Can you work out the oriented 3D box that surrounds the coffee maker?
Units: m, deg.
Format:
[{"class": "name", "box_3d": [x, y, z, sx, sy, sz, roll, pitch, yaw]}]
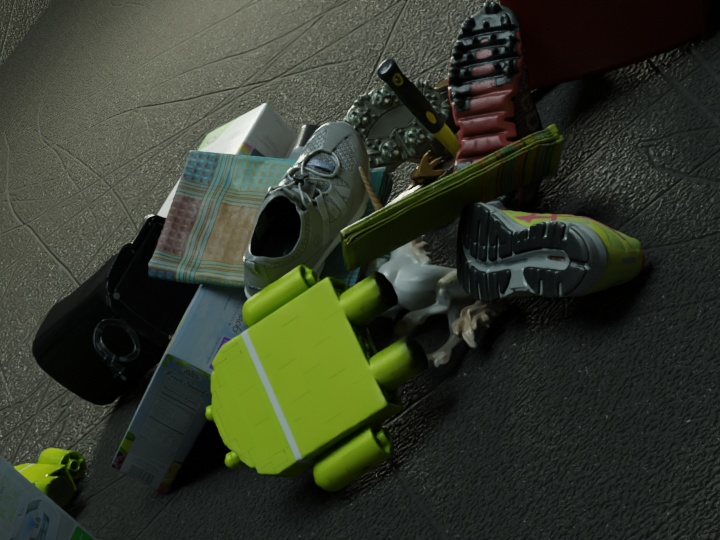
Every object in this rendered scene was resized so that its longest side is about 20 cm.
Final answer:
[{"class": "coffee maker", "box_3d": [-0.265, 0.057, 1.864, 0.192, 0.135, 0.200, -34, -3, -42]}]

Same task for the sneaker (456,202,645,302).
[{"class": "sneaker", "box_3d": [0.149, -0.011, 1.402, 0.200, 0.090, 0.078, 16, 106, 58]}]

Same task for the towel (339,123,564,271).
[{"class": "towel", "box_3d": [0.076, -0.056, 1.446, 0.200, 0.018, 0.086, -26, -20, -6]}]

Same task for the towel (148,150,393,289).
[{"class": "towel", "box_3d": [-0.082, -0.043, 1.600, 0.200, 0.022, 0.147, 7, 57, 14]}]

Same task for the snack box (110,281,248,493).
[{"class": "snack box", "box_3d": [-0.153, 0.088, 1.653, 0.200, 0.068, 0.169, -61, 4, 48]}]

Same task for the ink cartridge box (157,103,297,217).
[{"class": "ink cartridge box", "box_3d": [-0.164, -0.098, 2.095, 0.117, 0.067, 0.200, -22, 30, 41]}]

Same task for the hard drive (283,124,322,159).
[{"class": "hard drive", "box_3d": [-0.088, -0.053, 1.809, 0.200, 0.042, 0.135, -61, 6, 17]}]

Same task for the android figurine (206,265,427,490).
[{"class": "android figurine", "box_3d": [-0.043, 0.091, 1.440, 0.200, 0.041, 0.182, -36, 67, 20]}]

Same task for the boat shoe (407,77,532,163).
[{"class": "boat shoe", "box_3d": [0.120, -0.176, 1.760, 0.200, 0.072, 0.068, -32, 12, 12]}]

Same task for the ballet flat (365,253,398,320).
[{"class": "ballet flat", "box_3d": [0.000, 0.000, 1.654, 0.072, 0.072, 0.200, -45, 21, -3]}]

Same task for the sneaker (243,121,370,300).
[{"class": "sneaker", "box_3d": [-0.046, -0.056, 1.539, 0.075, 0.082, 0.200, 11, 59, 18]}]

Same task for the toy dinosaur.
[{"class": "toy dinosaur", "box_3d": [0.063, -0.079, 1.713, 0.200, 0.060, 0.106, -33, 3, 9]}]

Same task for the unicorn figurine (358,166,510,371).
[{"class": "unicorn figurine", "box_3d": [0.044, 0.013, 1.507, 0.200, 0.074, 0.137, 25, 56, 27]}]

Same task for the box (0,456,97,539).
[{"class": "box", "box_3d": [-0.384, 0.272, 1.676, 0.200, 0.176, 0.097, -27, 28, 37]}]

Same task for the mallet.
[{"class": "mallet", "box_3d": [0.067, -0.118, 1.581, 0.066, 0.200, 0.041, -54, 44, 2]}]

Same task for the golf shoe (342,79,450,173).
[{"class": "golf shoe", "box_3d": [-0.002, -0.111, 1.708, 0.200, 0.078, 0.097, -36, -7, -16]}]

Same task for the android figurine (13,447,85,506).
[{"class": "android figurine", "box_3d": [-0.378, 0.241, 1.840, 0.182, 0.041, 0.200, -29, 12, -29]}]

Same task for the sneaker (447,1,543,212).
[{"class": "sneaker", "box_3d": [0.125, -0.134, 1.556, 0.071, 0.098, 0.201, -5, 82, 29]}]

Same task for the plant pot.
[{"class": "plant pot", "box_3d": [0.230, -0.300, 1.601, 0.176, 0.200, 0.200, 0, 40, 17]}]
